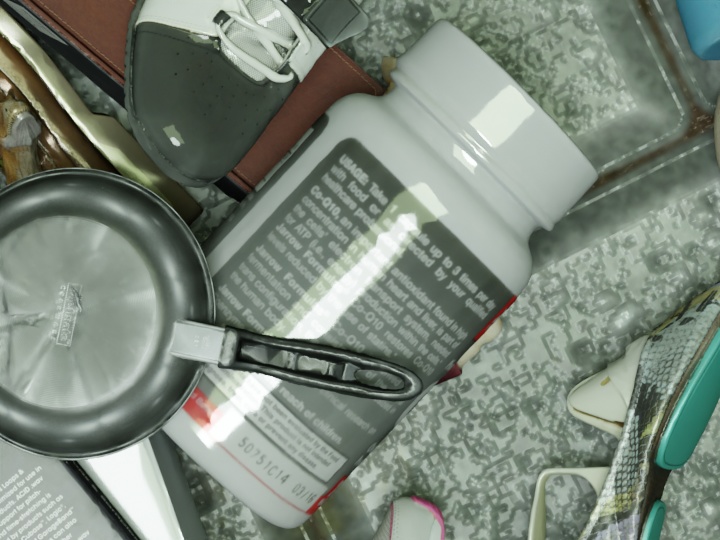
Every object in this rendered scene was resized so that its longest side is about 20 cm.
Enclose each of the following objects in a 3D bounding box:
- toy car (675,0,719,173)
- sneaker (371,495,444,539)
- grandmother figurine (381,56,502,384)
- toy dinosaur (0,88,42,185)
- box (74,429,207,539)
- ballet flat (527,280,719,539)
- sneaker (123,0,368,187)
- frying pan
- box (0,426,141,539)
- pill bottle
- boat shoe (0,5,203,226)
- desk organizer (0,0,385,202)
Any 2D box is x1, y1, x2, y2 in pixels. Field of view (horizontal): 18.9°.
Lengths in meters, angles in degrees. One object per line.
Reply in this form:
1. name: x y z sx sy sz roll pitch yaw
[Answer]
1. toy car: 0.270 -0.080 0.959 0.198 0.177 0.186 -14 78 -14
2. sneaker: -0.034 0.181 0.980 0.088 0.081 0.201 35 88 -2
3. grandmother figurine: 0.007 0.010 0.999 0.121 0.061 0.201 26 92 20
4. toy dinosaur: -0.152 0.015 0.971 0.106 0.060 0.201 32 118 26
5. box: -0.175 0.123 0.956 0.199 0.124 0.098 -20 90 -1
6. ballet flat: 0.119 0.089 0.996 0.072 0.072 0.202 20 88 -1
7. sneaker: -0.029 -0.126 0.887 0.074 0.088 0.201 37 62 -25
8. frying pan: -0.083 0.038 0.849 0.189 0.031 0.115 34 90 6
9. box: -0.171 0.122 0.876 0.143 0.036 0.200 -39 91 -3
10. pill bottle: 0.000 0.000 0.915 0.114 0.114 0.200 44 92 0
11. boat shoe: -0.164 -0.073 0.985 0.200 0.072 0.068 45 87 0
12. desk organizer: -0.088 -0.112 0.945 0.200 0.072 0.077 40 84 -31
